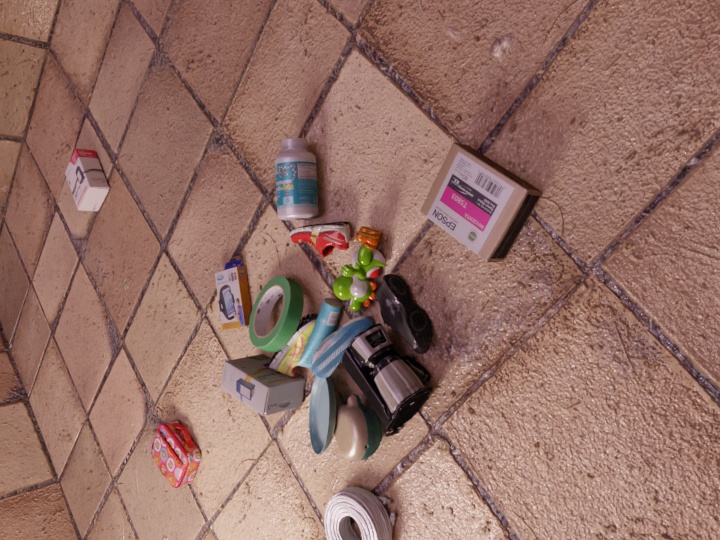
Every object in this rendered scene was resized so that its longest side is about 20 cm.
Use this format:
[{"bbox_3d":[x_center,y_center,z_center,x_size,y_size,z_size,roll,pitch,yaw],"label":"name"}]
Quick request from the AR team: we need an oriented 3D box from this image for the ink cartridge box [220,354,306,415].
[{"bbox_3d":[-0.269,0.313,1.612,0.198,0.144,0.089,21,105,39],"label":"ink cartridge box"}]

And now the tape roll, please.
[{"bbox_3d":[-0.231,0.118,1.577,0.199,0.048,0.204,-31,46,38],"label":"tape roll"}]

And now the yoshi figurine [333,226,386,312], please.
[{"bbox_3d":[-0.015,-0.003,1.405,0.112,0.111,0.204,34,117,51],"label":"yoshi figurine"}]

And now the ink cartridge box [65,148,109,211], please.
[{"bbox_3d":[-1.098,-0.361,2.332,0.145,0.083,0.202,-44,65,34],"label":"ink cartridge box"}]

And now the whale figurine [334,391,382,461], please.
[{"bbox_3d":[-0.014,0.380,1.443,0.200,0.102,0.162,-145,62,-61],"label":"whale figurine"}]

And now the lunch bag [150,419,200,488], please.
[{"bbox_3d":[-0.630,0.618,1.995,0.199,0.081,0.179,37,112,31],"label":"lunch bag"}]

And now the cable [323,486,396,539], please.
[{"bbox_3d":[-0.007,0.648,1.455,0.197,0.069,0.205,7,98,40],"label":"cable"}]

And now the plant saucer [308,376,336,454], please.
[{"bbox_3d":[-0.096,0.366,1.490,0.200,0.027,0.205,-174,90,-73],"label":"plant saucer"}]

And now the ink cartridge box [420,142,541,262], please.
[{"bbox_3d":[0.240,-0.139,1.187,0.199,0.074,0.167,40,116,31],"label":"ink cartridge box"}]

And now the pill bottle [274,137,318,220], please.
[{"bbox_3d":[-0.166,-0.236,1.511,0.109,0.110,0.205,-2,91,41],"label":"pill bottle"}]

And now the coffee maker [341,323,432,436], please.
[{"bbox_3d":[0.046,0.255,1.342,0.201,0.133,0.193,52,124,26],"label":"coffee maker"}]

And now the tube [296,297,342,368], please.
[{"bbox_3d":[-0.100,0.172,1.514,0.076,0.051,0.203,18,107,-8],"label":"tube"}]

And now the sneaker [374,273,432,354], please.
[{"bbox_3d":[0.097,0.109,1.339,0.091,0.075,0.202,-53,53,41],"label":"sneaker"}]

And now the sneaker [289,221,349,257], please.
[{"bbox_3d":[-0.108,-0.076,1.496,0.197,0.076,0.087,-2,97,41],"label":"sneaker"}]

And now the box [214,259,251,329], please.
[{"bbox_3d":[-0.388,0.073,1.771,0.118,0.041,0.204,-13,87,41],"label":"box"}]

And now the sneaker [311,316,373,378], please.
[{"bbox_3d":[-0.049,0.177,1.454,0.199,0.081,0.076,-42,109,16],"label":"sneaker"}]

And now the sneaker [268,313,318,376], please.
[{"bbox_3d":[-0.160,0.203,1.568,0.090,0.078,0.201,36,109,-8],"label":"sneaker"}]
